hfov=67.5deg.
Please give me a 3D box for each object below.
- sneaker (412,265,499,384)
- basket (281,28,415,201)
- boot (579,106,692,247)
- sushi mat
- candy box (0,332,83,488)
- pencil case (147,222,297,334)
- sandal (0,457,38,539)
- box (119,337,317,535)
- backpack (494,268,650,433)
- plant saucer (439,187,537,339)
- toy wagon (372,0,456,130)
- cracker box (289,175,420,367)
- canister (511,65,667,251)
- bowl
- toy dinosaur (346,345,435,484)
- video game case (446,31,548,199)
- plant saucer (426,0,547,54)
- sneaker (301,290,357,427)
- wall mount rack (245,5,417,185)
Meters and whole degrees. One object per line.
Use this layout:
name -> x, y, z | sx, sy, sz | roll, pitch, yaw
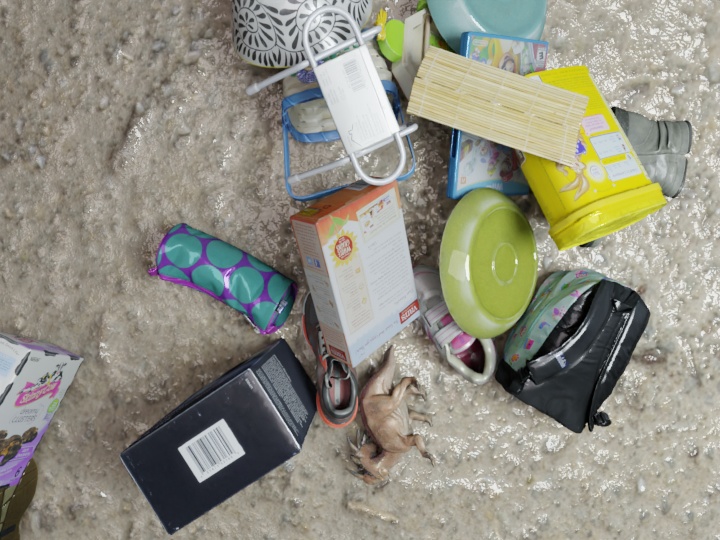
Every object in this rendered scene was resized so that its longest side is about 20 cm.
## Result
sneaker -> 0.131, 0.076, 0.756 | 0.081, 0.088, 0.201 | -40, 91, 5
basket -> -0.028, -0.203, 0.724 | 0.174, 0.139, 0.203 | -12, 84, 4
boot -> 0.383, -0.119, 0.745 | 0.129, 0.068, 0.203 | 13, 96, -3
sushi mat -> 0.155, -0.188, 0.611 | 0.197, 0.012, 0.097 | 20, 75, 6
candy box -> -0.490, 0.193, 0.736 | 0.071, 0.168, 0.202 | 23, 76, 1
pencil case -> -0.192, 0.014, 0.773 | 0.198, 0.085, 0.093 | 28, 67, 2
sandal -> -0.559, 0.378, 0.831 | 0.053, 0.080, 0.203 | 19, 99, 23
box -> -0.173, 0.207, 0.727 | 0.199, 0.198, 0.124 | -33, 90, 4
backpack -> 0.284, 0.095, 0.727 | 0.166, 0.127, 0.202 | 29, 94, -22
plant saucer -> 0.181, -0.009, 0.714 | 0.198, 0.031, 0.204 | -1, 92, -39
toy wagon -> 0.092, -0.276, 0.707 | 0.198, 0.039, 0.158 | 14, 74, -32
cracker box -> 0.000, 0.000, 0.682 | 0.133, 0.057, 0.203 | -32, 122, -34
canister -> 0.263, -0.142, 0.661 | 0.147, 0.087, 0.202 | -16, 76, -25
bowl -> -0.089, -0.364, 0.690 | 0.197, 0.095, 0.203 | -6, 55, 9
toy dinosaur -> 0.032, 0.218, 0.778 | 0.133, 0.086, 0.203 | -12, 87, 11
video game case -> 0.182, -0.199, 0.713 | 0.141, 0.018, 0.203 | -8, 110, -30
plant saucer -> 0.178, -0.371, 0.711 | 0.197, 0.036, 0.204 | 0, 89, -23
sneaker -> -0.034, 0.113, 0.752 | 0.076, 0.082, 0.203 | -9, 75, -13
wall mount rack -> -0.033, -0.187, 0.630 | 0.172, 0.075, 0.202 | -24, 109, 2
